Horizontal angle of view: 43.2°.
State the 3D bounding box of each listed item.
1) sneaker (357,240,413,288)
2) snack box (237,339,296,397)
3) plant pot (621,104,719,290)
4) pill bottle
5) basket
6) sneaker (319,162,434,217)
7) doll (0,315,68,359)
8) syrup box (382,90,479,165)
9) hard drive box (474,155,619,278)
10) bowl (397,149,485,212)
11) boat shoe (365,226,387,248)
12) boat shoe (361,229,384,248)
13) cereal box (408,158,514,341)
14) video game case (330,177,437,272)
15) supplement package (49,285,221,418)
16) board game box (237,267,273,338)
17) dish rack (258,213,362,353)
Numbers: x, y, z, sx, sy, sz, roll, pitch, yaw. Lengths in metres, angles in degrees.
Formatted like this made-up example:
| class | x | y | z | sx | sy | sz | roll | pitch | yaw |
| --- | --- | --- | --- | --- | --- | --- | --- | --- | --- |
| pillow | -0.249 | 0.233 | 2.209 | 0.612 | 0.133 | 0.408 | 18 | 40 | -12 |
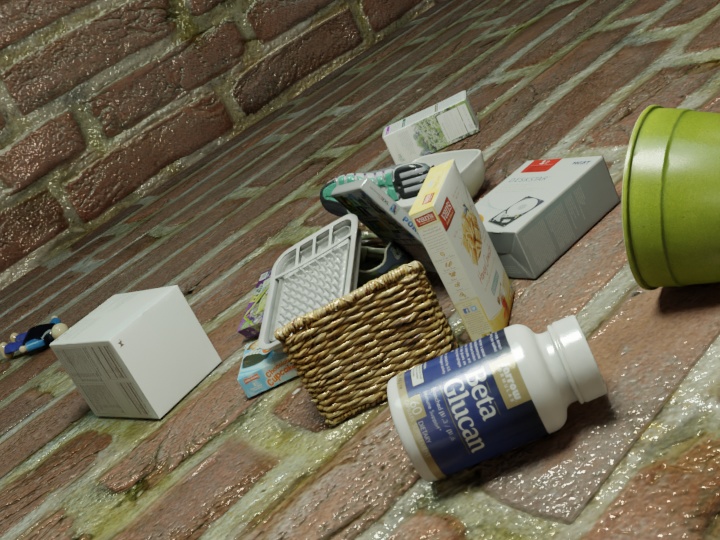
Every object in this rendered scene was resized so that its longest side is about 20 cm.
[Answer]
| class | x | y | z | sx | sy | sz | roll | pitch | yaw |
| --- | --- | --- | --- | --- | --- | --- | --- | --- | --- |
| sneaker | 0.000 | 0.000 | 1.394 | 0.199 | 0.090 | 0.067 | -11 | 35 | 40 |
| snack box | -0.080 | 0.106 | 1.328 | 0.198 | 0.037 | 0.116 | -26 | 18 | 8 |
| plant pot | 0.398 | -0.075 | 0.944 | 0.191 | 0.202 | 0.200 | 3 | 34 | 35 |
| pill bottle | 0.135 | 0.121 | 0.896 | 0.198 | 0.112 | 0.111 | -25 | 20 | 10 |
| basket | 0.006 | 0.069 | 1.143 | 0.198 | 0.150 | 0.143 | -27 | 20 | 4 |
| sneaker | 0.032 | -0.139 | 1.542 | 0.198 | 0.075 | 0.087 | -9 | 12 | 21 |
| doll | -0.738 | 0.151 | 2.083 | 0.198 | 0.049 | 0.137 | -15 | 25 | 34 |
| syrup box | 0.152 | -0.304 | 1.966 | 0.198 | 0.079 | 0.082 | -23 | 20 | 16 |
| hard drive box | 0.242 | -0.077 | 1.293 | 0.199 | 0.077 | 0.155 | -39 | 23 | -27 |
| bowl | 0.115 | -0.132 | 1.599 | 0.199 | 0.075 | 0.199 | -40 | 22 | -29 |
| boat shoe | 0.079 | -0.060 | 1.465 | 0.199 | 0.077 | 0.072 | -4 | 27 | 44 |
| boat shoe | -0.038 | -0.005 | 1.505 | 0.201 | 0.076 | 0.074 | -23 | -14 | 35 |
| cereal box | 0.129 | -0.019 | 1.116 | 0.039 | 0.201 | 0.144 | -18 | 22 | 24 |
| video game case | 0.048 | -0.062 | 1.315 | 0.022 | 0.182 | 0.200 | -50 | 12 | -7 |
| supplement package | -0.364 | 0.134 | 1.471 | 0.199 | 0.152 | 0.152 | -7 | 27 | 45 |
| board game box | -0.116 | 0.033 | 1.451 | 0.199 | 0.032 | 0.121 | -22 | 36 | 48 |
| dish rack | -0.064 | 0.025 | 1.301 | 0.171 | 0.044 | 0.201 | -28 | 35 | 28 |
